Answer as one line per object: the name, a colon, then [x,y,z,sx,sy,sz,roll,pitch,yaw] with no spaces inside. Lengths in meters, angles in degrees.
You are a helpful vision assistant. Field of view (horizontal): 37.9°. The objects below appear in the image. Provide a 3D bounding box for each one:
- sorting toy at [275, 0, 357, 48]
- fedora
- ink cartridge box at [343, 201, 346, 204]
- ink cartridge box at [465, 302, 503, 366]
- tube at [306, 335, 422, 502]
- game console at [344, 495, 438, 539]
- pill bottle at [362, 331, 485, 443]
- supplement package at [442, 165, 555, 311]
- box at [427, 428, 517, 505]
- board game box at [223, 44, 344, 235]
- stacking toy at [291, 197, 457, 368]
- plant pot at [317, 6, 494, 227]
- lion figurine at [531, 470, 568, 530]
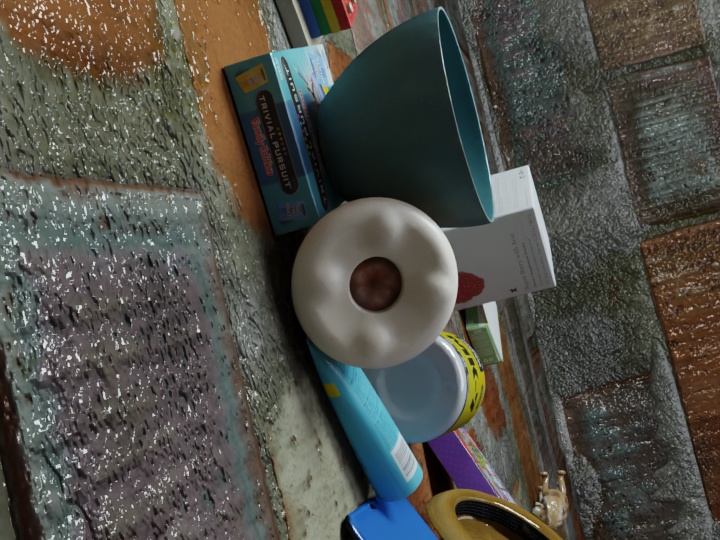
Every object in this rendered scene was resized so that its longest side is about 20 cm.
sorting toy: [-0.058,-0.366,1.165,0.201,0.069,0.200,-79,151,-59]
fedora: [0.152,0.323,1.151,0.082,0.199,0.201,-64,175,15]
ink cartridge box: [0.017,-0.151,1.221,0.200,0.083,0.146,-64,137,-69]
ink cartridge box: [0.205,0.049,1.850,0.146,0.047,0.201,-88,159,-49]
tube: [-0.003,0.124,0.969,0.078,0.050,0.201,-103,167,-65]
game console: [0.035,0.317,0.987,0.200,0.117,0.173,11,97,-74]
pill bottle: [0.074,0.121,1.130,0.200,0.113,0.116,15,62,-75]
supplement package: [0.137,-0.033,1.346,0.120,0.198,0.122,-82,153,-58]
box: [0.160,0.283,1.311,0.201,0.039,0.137,55,5,23]
board game box: [-0.056,-0.131,0.991,0.200,0.046,0.153,-54,129,-72]
stacking toy: [0.000,0.000,0.971,0.200,0.145,0.148,-139,-149,-78]
plant pot: [0.036,-0.128,0.978,0.200,0.133,0.203,-13,90,-76]
lion figurine: [0.389,0.481,2.126,0.200,0.072,0.124,60,28,-61]
